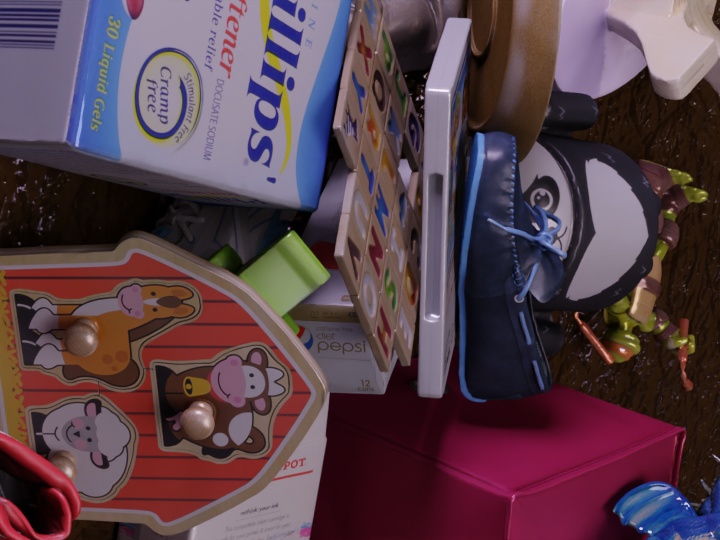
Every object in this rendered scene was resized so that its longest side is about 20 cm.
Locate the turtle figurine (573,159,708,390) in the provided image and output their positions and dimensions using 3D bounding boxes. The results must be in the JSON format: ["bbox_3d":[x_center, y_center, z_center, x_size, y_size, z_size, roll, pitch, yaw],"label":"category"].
[{"bbox_3d":[0.216,0.007,1.845,0.200,0.064,0.162,30,75,-50],"label":"turtle figurine"}]

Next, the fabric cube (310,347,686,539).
[{"bbox_3d":[0.076,0.186,1.647,0.196,0.199,0.200,-13,115,-46],"label":"fabric cube"}]

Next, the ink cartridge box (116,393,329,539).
[{"bbox_3d":[-0.091,0.156,1.541,0.116,0.067,0.200,-6,111,-49],"label":"ink cartridge box"}]

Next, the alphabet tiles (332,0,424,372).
[{"bbox_3d":[0.013,-0.047,1.427,0.167,0.008,0.200,69,22,-43],"label":"alphabet tiles"}]

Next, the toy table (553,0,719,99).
[{"bbox_3d":[0.228,-0.191,1.735,0.200,0.117,0.184,-54,139,-21],"label":"toy table"}]

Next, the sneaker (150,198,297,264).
[{"bbox_3d":[-0.092,-0.026,1.463,0.087,0.075,0.200,0,103,-39],"label":"sneaker"}]

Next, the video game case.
[{"bbox_3d":[0.052,-0.041,1.508,0.143,0.018,0.200,-71,163,-66],"label":"video game case"}]

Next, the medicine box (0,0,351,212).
[{"bbox_3d":[-0.108,-0.139,1.340,0.200,0.103,0.183,13,85,-48],"label":"medicine box"}]

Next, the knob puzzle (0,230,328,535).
[{"bbox_3d":[-0.119,0.071,1.382,0.030,0.219,0.220,-77,164,-62],"label":"knob puzzle"}]

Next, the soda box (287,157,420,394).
[{"bbox_3d":[0.000,0.000,1.512,0.200,0.068,0.064,-67,155,-59],"label":"soda box"}]

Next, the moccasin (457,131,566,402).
[{"bbox_3d":[0.098,-0.004,1.545,0.081,0.068,0.200,-79,170,-48],"label":"moccasin"}]

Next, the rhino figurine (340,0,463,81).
[{"bbox_3d":[-0.009,-0.160,1.511,0.200,0.060,0.088,-13,111,-42],"label":"rhino figurine"}]

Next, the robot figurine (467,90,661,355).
[{"bbox_3d":[0.128,-0.032,1.673,0.125,0.150,0.200,-36,156,32],"label":"robot figurine"}]

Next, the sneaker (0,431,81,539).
[{"bbox_3d":[-0.205,0.162,1.368,0.078,0.115,0.200,-45,135,-28],"label":"sneaker"}]

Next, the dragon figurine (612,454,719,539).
[{"bbox_3d":[0.199,0.178,1.583,0.200,0.099,0.059,-15,120,-25],"label":"dragon figurine"}]

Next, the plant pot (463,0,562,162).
[{"bbox_3d":[0.088,-0.167,1.548,0.027,0.200,0.200,1,108,-13],"label":"plant pot"}]

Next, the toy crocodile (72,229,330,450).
[{"bbox_3d":[-0.101,0.041,1.411,0.068,0.200,0.062,55,27,-9],"label":"toy crocodile"}]
